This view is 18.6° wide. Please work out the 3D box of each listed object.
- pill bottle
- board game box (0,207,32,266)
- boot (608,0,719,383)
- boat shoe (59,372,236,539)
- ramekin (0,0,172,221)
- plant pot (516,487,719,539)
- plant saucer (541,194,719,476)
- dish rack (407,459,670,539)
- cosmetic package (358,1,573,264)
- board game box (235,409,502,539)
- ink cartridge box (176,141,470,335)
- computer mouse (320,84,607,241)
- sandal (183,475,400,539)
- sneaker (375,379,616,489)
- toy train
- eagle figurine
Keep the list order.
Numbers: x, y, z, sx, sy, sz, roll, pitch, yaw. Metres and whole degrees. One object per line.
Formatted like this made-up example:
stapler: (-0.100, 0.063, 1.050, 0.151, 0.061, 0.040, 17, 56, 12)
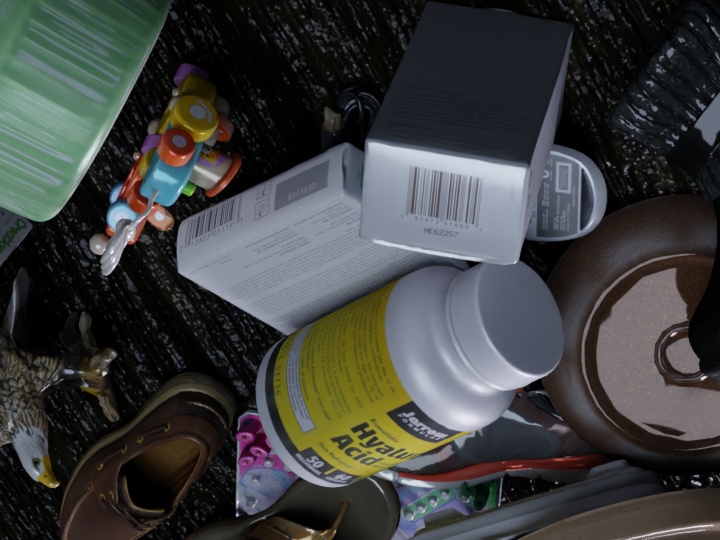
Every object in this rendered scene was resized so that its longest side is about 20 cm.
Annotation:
pill bottle: (0.033, 0.063, 1.436, 0.200, 0.111, 0.111, -28, 110, 41)
board game box: (-0.323, 0.046, 1.575, 0.035, 0.126, 0.200, 41, 122, -8)
boot: (0.219, -0.052, 1.376, 0.158, 0.079, 0.211, 27, 90, -7)
boat shoe: (-0.167, 0.158, 1.630, 0.072, 0.068, 0.200, 34, 123, -15)
ramekin: (-0.201, -0.129, 1.405, 0.098, 0.200, 0.200, 29, 123, -12)
plant pot: (0.187, 0.224, 1.482, 0.200, 0.093, 0.201, -12, 157, -5)
plant saucer: (0.216, 0.050, 1.460, 0.200, 0.037, 0.201, 1, 107, 4)
dish rack: (0.130, 0.184, 1.530, 0.200, 0.044, 0.172, -17, 157, 11)
cosmetic package: (0.067, -0.089, 1.350, 0.101, 0.200, 0.074, 11, 122, 9)
board game box: (0.000, 0.208, 1.644, 0.199, 0.026, 0.200, 9, 122, 10)
ink cartridge box: (0.000, 0.000, 1.487, 0.161, 0.050, 0.200, -24, 141, 38)
computer mouse: (0.069, -0.063, 1.460, 0.199, 0.044, 0.110, 9, 117, 16)
sandal: (-0.055, 0.203, 1.608, 0.200, 0.054, 0.080, -24, 111, 26)
sneaker: (0.090, 0.101, 1.538, 0.199, 0.077, 0.082, -3, 111, 4)
toy train: (-0.125, -0.055, 1.447, 0.056, 0.200, 0.150, 26, 99, -11)
eagle figurine: (-0.265, 0.106, 1.548, 0.200, 0.151, 0.152, -25, 118, -16)
